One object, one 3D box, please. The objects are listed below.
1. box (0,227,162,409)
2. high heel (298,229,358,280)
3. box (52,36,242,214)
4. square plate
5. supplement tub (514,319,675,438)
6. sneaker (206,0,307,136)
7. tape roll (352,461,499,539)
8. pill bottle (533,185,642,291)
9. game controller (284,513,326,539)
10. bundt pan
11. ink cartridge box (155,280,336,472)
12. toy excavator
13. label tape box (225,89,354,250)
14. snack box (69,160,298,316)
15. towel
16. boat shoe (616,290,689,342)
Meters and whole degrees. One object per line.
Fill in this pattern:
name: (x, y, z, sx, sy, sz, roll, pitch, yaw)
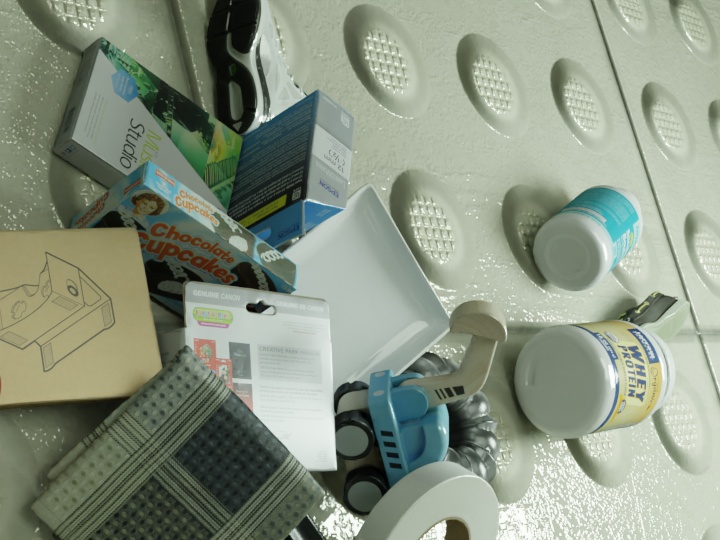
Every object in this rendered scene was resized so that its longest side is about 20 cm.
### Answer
box: (-0.280, 0.040, 1.263, 0.200, 0.021, 0.164, -2, 71, -32)
high heel: (0.000, 0.000, 1.626, 0.200, 0.067, 0.096, 57, 44, -33)
box: (-0.215, -0.131, 1.475, 0.200, 0.036, 0.144, 36, 46, -33)
square plate: (-0.017, 0.040, 1.541, 0.198, 0.028, 0.200, -39, 111, -21)
supplement tub: (0.309, 0.138, 1.847, 0.200, 0.144, 0.145, -2, 71, -50)
sneaker: (-0.112, -0.235, 1.641, 0.115, 0.076, 0.201, 21, 62, -52)
tape roll: (0.064, 0.293, 1.458, 0.203, 0.037, 0.203, -25, 128, -37)
pill bottle: (0.331, -0.054, 2.011, 0.200, 0.111, 0.111, -36, 98, -52)
game controller: (-0.086, 0.266, 1.335, 0.200, 0.104, 0.042, 60, -9, -30)
bundt pan: (0.086, 0.183, 1.616, 0.202, 0.076, 0.202, 27, 51, -39)
ink cartridge box: (-0.121, 0.109, 1.381, 0.200, 0.084, 0.176, 10, 74, -47)
toy excavator: (0.065, 0.138, 1.469, 0.100, 0.200, 0.195, -85, 162, -71)
label tape box: (-0.083, -0.076, 1.502, 0.066, 0.143, 0.200, 35, 43, -34)
snack box: (-0.171, -0.016, 1.390, 0.200, 0.116, 0.037, 36, 37, -31)
towel: (-0.161, 0.201, 1.255, 0.200, 0.035, 0.193, -45, 103, -10)
boat shoe: (0.403, 0.086, 2.061, 0.201, 0.061, 0.072, -26, 134, -45)
